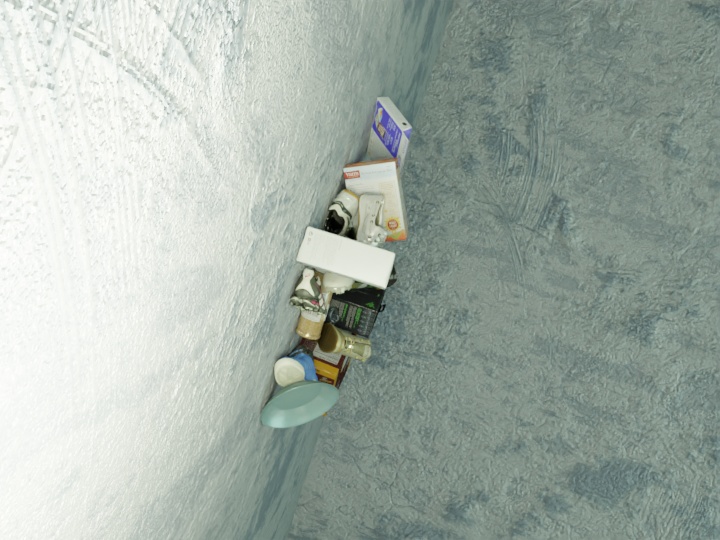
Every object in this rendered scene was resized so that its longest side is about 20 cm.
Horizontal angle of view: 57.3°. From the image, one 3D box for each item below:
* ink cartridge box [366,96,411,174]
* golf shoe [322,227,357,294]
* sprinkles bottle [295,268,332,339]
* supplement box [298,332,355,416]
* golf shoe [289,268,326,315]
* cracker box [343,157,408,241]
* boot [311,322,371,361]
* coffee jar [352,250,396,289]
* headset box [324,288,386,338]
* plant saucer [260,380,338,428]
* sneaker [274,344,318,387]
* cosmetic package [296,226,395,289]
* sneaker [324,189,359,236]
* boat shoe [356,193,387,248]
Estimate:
[{"bbox_3d":[0.087,-0.345,1.840,0.199,0.043,0.201,104,-33,-47],"label":"ink cartridge box"},{"bbox_3d":[-0.045,-0.027,1.546,0.201,0.077,0.098,-70,160,-54],"label":"golf shoe"},{"bbox_3d":[-0.107,0.070,1.663,0.068,0.067,0.202,-49,157,-78],"label":"sprinkles bottle"},{"bbox_3d":[-0.110,0.265,1.896,0.201,0.131,0.199,-62,170,-47],"label":"supplement box"},{"bbox_3d":[-0.111,0.055,1.533,0.200,0.076,0.089,83,19,-80],"label":"golf shoe"},{"bbox_3d":[0.041,-0.174,1.659,0.058,0.132,0.202,-61,144,-65],"label":"cracker box"},{"bbox_3d":[-0.037,0.193,1.721,0.073,0.153,0.200,-68,-161,-4],"label":"boot"},{"bbox_3d":[0.000,0.000,1.771,0.085,0.198,0.106,-41,-122,53],"label":"coffee jar"},{"bbox_3d":[-0.028,0.081,1.820,0.174,0.198,0.094,-62,170,-61],"label":"headset box"},{"bbox_3d":[-0.152,0.317,1.609,0.202,0.199,0.039,103,-30,-48],"label":"plant saucer"},{"bbox_3d":[-0.163,0.229,1.624,0.200,0.076,0.112,51,18,-54],"label":"sneaker"},{"bbox_3d":[-0.027,-0.025,1.427,0.113,0.198,0.082,43,65,-84],"label":"cosmetic package"},{"bbox_3d":[-0.060,-0.106,1.630,0.088,0.075,0.201,-49,158,-37],"label":"sneaker"},{"bbox_3d":[0.030,-0.087,1.567,0.071,0.068,0.203,32,58,-73],"label":"boat shoe"}]
